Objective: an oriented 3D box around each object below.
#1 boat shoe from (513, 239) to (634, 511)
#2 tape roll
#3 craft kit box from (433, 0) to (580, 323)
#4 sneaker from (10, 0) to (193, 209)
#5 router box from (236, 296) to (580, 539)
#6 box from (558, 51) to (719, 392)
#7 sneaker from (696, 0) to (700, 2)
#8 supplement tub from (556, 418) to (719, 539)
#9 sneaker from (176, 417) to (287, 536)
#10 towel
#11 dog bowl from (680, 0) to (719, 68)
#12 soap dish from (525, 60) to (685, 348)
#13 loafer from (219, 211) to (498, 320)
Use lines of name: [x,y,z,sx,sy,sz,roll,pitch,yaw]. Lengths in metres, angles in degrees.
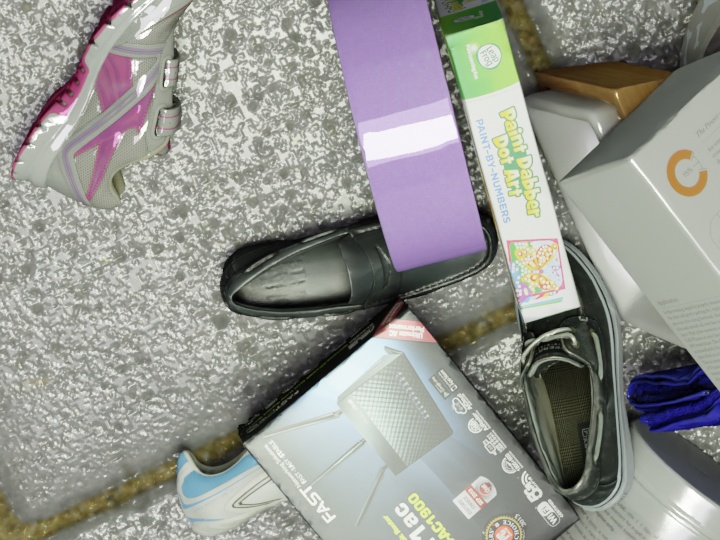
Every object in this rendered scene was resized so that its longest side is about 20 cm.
boat shoe: [0.145,0.066,1.684,0.072,0.071,0.201,-22,69,21]
tape roll: [0.031,-0.104,1.612,0.065,0.200,0.201,-14,106,4]
craft kit box: [0.094,-0.089,1.619,0.048,0.200,0.198,-18,106,4]
sneaker: [-0.156,-0.126,1.672,0.088,0.081,0.200,32,111,-11]
router box: [0.033,0.141,1.684,0.150,0.062,0.200,-40,98,0]
box: [0.244,-0.023,1.530,0.124,0.097,0.200,-42,100,-23]
sneaker: [0.198,-0.225,1.647,0.199,0.074,0.116,-24,102,5]
supplement tub: [0.187,0.222,1.743,0.132,0.132,0.200,34,104,-10]
sneaker: [-0.038,0.131,1.748,0.199,0.072,0.073,-19,95,1]
towel: [0.301,0.077,1.671,0.199,0.148,0.050,-8,86,-20]
dog bowl: [0.308,-0.144,1.649,0.199,0.059,0.201,-8,123,-12]
soap dish: [0.200,-0.050,1.660,0.081,0.157,0.201,-29,105,-10]
loafer: [0.000,0.000,1.708,0.200,0.070,0.068,-11,106,2]
